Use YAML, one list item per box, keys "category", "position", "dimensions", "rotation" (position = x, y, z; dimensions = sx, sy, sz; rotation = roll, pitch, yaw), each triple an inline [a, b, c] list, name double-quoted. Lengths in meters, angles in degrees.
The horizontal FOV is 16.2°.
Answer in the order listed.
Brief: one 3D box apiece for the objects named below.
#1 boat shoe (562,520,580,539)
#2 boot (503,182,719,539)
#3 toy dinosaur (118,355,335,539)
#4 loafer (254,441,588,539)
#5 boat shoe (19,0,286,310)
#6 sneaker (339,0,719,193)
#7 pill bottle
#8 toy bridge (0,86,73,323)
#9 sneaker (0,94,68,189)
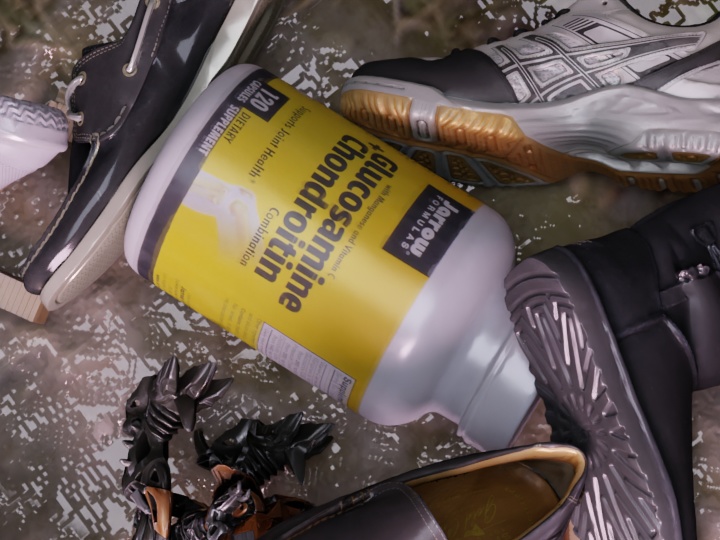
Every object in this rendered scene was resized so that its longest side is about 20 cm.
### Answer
- category: "boat shoe"
  position: [0.120, 0.129, 1.158]
  dimensions: [0.075, 0.072, 0.202]
  rotation: [-7, 88, 7]
- category: "boot"
  position: [0.175, 0.041, 1.123]
  dimensions: [0.199, 0.065, 0.166]
  rotation: [-20, 97, -31]
- category: "toy dinosaur"
  position: [-0.076, 0.121, 1.149]
  dimensions: [0.198, 0.102, 0.137]
  rotation: [-2, 66, 21]
- category: "loafer"
  position: [0.011, 0.114, 1.036]
  dimensions: [0.073, 0.199, 0.072]
  rotation: [54, 139, 15]
- category: "boat shoe"
  position: [-0.106, -0.075, 1.181]
  dimensions: [0.067, 0.072, 0.201]
  rotation: [29, 83, 5]
- category: "sneaker"
  position: [0.091, -0.089, 1.177]
  dimensions: [0.198, 0.076, 0.088]
  rotation: [5, 73, 5]
- category: "pill bottle"
  position: [0.000, 0.000, 1.156]
  dimensions: [0.199, 0.112, 0.113]
  rotation: [31, 92, 7]
- category: "toy bridge"
  position: [-0.181, 0.005, 1.220]
  dimensions: [0.067, 0.027, 0.201]
  rotation: [23, 90, 7]
- category: "sneaker"
  position: [-0.212, -0.015, 1.172]
  dimensions: [0.199, 0.075, 0.116]
  rotation: [-10, 80, 34]
